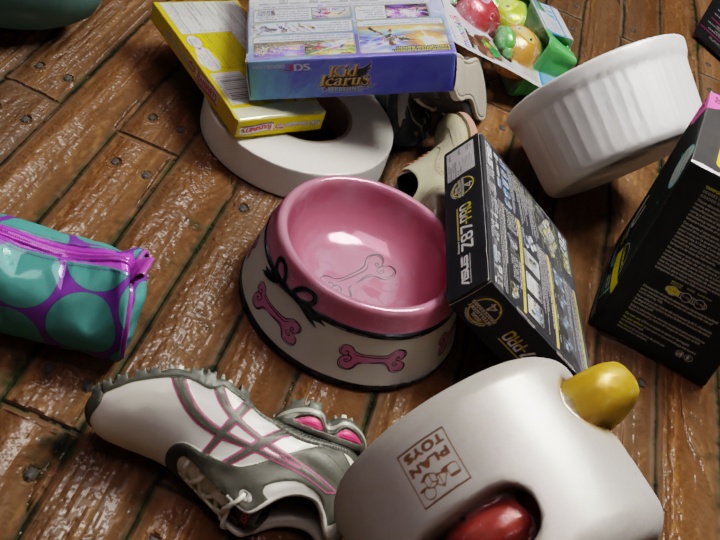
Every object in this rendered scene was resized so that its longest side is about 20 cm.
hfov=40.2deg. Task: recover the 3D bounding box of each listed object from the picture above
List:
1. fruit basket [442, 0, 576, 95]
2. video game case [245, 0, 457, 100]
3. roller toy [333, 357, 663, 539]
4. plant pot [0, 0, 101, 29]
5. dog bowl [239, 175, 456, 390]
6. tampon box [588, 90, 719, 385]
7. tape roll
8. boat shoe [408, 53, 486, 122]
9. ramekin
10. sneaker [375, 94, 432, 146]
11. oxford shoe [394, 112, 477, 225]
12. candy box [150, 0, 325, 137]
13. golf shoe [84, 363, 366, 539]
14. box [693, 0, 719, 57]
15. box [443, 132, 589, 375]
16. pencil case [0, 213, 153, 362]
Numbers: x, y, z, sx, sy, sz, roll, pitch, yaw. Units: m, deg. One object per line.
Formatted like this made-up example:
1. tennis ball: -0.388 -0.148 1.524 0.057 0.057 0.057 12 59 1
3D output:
1. fruit basket: 0.169 -0.302 1.208 0.198 0.094 0.187 25 35 -30
2. video game case: -0.014 -0.237 0.974 0.196 0.046 0.183 -3 41 -3
3. roller toy: 0.081 0.147 0.614 0.180 0.201 0.141 -15 60 -31
4. plant pot: -0.330 -0.328 0.955 0.159 0.202 0.202 9 40 -36
5. dog bowl: 0.000 0.000 0.836 0.196 0.075 0.202 13 41 -11
6. tampon box: 0.324 -0.031 0.922 0.125 0.202 0.150 28 39 7
7. tape roll: -0.063 -0.149 0.997 0.199 0.037 0.205 13 41 -11
8. boat shoe: 0.096 -0.200 1.070 0.056 0.068 0.200 0 1 17
9. ramekin: 0.261 -0.154 1.031 0.198 0.200 0.099 -16 82 -36
10. sneaker: 0.034 -0.214 1.101 0.085 0.078 0.203 -8 53 16
11. oxford shoe: 0.074 -0.101 0.984 0.072 0.072 0.202 15 40 -4
12. candy box: -0.125 -0.206 0.982 0.101 0.027 0.201 -9 49 -36
13. golf shoe: -0.091 0.124 0.660 0.196 0.078 0.089 14 48 -9
14. box: 0.626 -0.346 1.474 0.130 0.116 0.201 -9 50 -33
15. box: 0.136 -0.002 0.861 0.161 0.049 0.202 42 32 -30
16. pencil case: -0.252 -0.002 0.707 0.196 0.093 0.086 17 40 -8
